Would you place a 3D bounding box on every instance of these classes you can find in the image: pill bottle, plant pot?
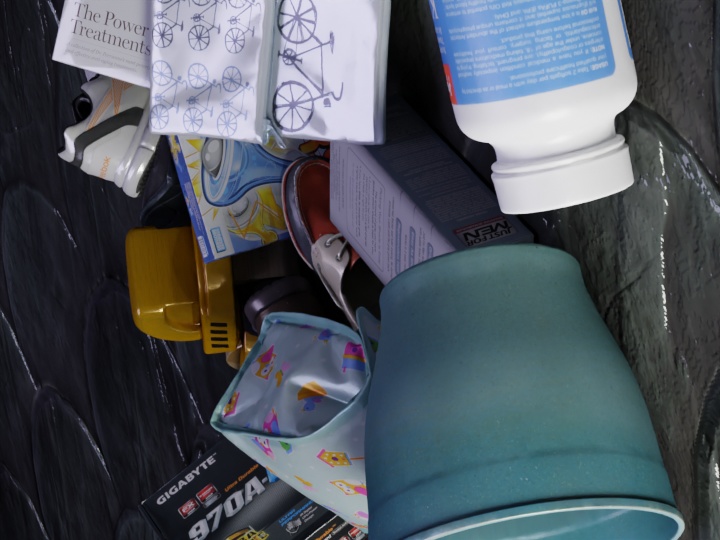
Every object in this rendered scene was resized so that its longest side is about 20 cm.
[{"bbox_3d":[0.100,-0.140,1.295,0.112,0.112,0.201,6,110,67],"label":"pill bottle"},{"bbox_3d":[0.089,0.091,1.400,0.200,0.199,0.189,124,140,-63],"label":"plant pot"}]

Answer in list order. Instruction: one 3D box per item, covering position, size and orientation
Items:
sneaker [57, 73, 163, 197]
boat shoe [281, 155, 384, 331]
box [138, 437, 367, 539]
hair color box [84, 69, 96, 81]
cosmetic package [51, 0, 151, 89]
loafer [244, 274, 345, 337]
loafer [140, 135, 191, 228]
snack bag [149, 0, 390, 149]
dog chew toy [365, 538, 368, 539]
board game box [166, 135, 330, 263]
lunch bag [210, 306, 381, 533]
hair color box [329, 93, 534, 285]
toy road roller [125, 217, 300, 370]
[{"bbox_3d":[-0.186,-0.149,1.775,0.200,0.080,0.074,-75,6,-46],"label":"sneaker"},{"bbox_3d":[0.000,0.000,1.683,0.063,0.071,0.201,127,118,-81],"label":"boat shoe"},{"bbox_3d":[-0.067,0.188,1.822,0.159,0.200,0.046,47,173,49],"label":"box"},{"bbox_3d":[-0.189,-0.242,1.902,0.111,0.064,0.201,-114,32,-51],"label":"hair color box"},{"bbox_3d":[-0.120,-0.204,1.644,0.199,0.052,0.151,17,99,17],"label":"cosmetic package"},{"bbox_3d":[-0.037,0.071,1.741,0.071,0.073,0.200,64,-172,25],"label":"loafer"},{"bbox_3d":[-0.140,-0.088,1.834,0.200,0.073,0.073,134,135,-61],"label":"loafer"},{"bbox_3d":[-0.064,-0.182,1.575,0.199,0.021,0.189,8,101,25],"label":"snack bag"},{"bbox_3d":[-0.011,0.258,1.847,0.200,0.124,0.125,-121,25,-51],"label":"dog chew toy"},{"bbox_3d":[-0.086,-0.120,1.726,0.034,0.135,0.201,-17,90,70],"label":"board game box"},{"bbox_3d":[0.016,0.113,1.573,0.170,0.122,0.200,36,161,-25],"label":"lunch bag"},{"bbox_3d":[0.047,-0.031,1.571,0.200,0.060,0.099,51,149,45],"label":"hair color box"},{"bbox_3d":[-0.120,0.016,1.837,0.200,0.145,0.123,97,167,-65],"label":"toy road roller"}]
